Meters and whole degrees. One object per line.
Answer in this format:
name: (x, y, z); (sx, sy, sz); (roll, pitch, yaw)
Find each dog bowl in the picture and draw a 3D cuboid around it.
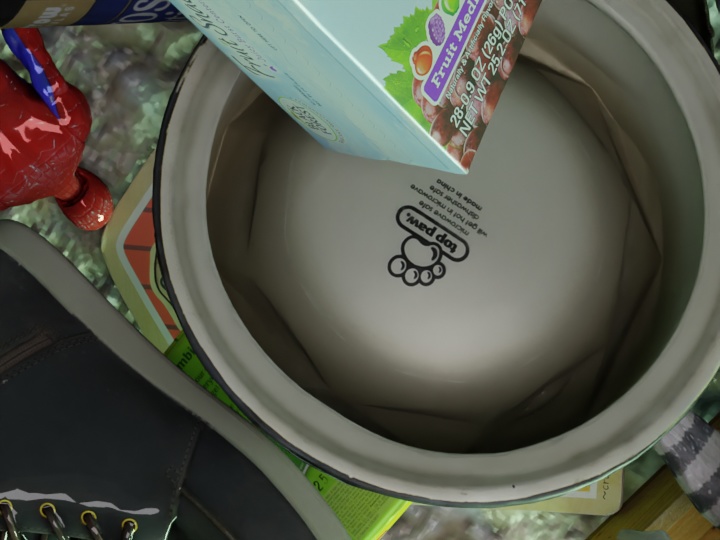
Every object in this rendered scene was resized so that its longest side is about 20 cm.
dog bowl: (0.028, -0.015, 0.963); (0.198, 0.074, 0.202); (2, 76, -7)

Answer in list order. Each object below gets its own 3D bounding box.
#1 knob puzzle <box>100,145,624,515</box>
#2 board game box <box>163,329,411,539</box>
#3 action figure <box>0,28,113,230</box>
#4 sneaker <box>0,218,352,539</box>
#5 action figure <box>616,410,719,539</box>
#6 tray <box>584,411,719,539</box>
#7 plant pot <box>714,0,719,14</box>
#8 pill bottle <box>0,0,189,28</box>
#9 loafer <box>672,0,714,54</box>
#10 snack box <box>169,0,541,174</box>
knob puzzle: (0.000, 0.000, 1.058); (0.218, 0.030, 0.221); (3, 106, 10)
board game box: (-0.049, 0.084, 1.044); (0.102, 0.048, 0.200); (42, 109, 6)
action figure: (-0.156, -0.086, 1.031); (0.065, 0.052, 0.200); (-39, 113, 6)
sneaker: (-0.089, 0.085, 0.969); (0.200, 0.075, 0.106); (41, 68, 15)
action figure: (0.183, 0.089, 1.042); (0.194, 0.104, 0.201); (51, 59, -36)
tray: (0.185, 0.079, 1.113); (0.200, 0.037, 0.099); (-41, 107, -22)
plant pot: (0.230, -0.138, 1.027); (0.196, 0.197, 0.200); (40, 112, -18)
pill bottle: (-0.096, -0.138, 0.969); (0.199, 0.112, 0.113); (-6, 106, -29)
loafer: (0.108, -0.039, 1.083); (0.072, 0.071, 0.202); (-10, 106, -9)
snack box: (0.008, -0.158, 0.873); (0.169, 0.067, 0.201); (43, 65, -47)
